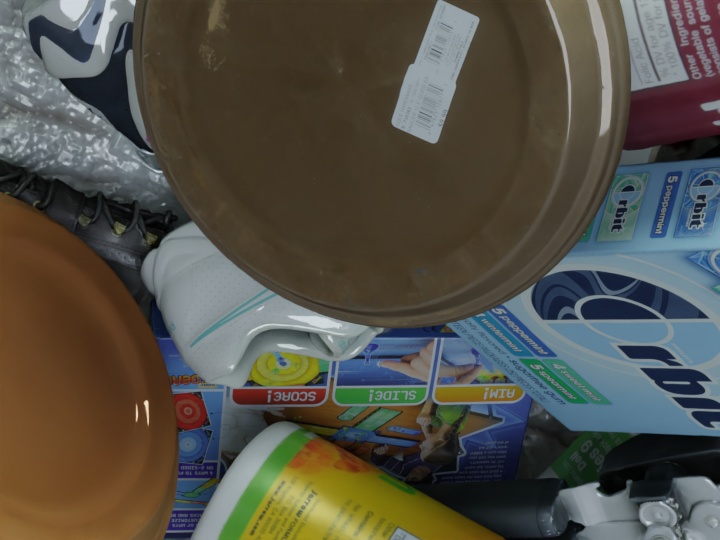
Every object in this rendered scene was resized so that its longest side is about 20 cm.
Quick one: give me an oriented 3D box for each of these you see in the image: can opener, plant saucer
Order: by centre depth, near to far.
[{"bbox_3d":[-0.001,-0.070,0.582,0.198,0.029,0.202,8,111,20],"label":"plant saucer"},{"bbox_3d":[-0.146,0.050,0.662,0.037,0.201,0.200,-29,117,33],"label":"plant saucer"},{"bbox_3d":[0.096,0.121,0.793,0.199,0.067,0.053,-10,121,26],"label":"can opener"}]

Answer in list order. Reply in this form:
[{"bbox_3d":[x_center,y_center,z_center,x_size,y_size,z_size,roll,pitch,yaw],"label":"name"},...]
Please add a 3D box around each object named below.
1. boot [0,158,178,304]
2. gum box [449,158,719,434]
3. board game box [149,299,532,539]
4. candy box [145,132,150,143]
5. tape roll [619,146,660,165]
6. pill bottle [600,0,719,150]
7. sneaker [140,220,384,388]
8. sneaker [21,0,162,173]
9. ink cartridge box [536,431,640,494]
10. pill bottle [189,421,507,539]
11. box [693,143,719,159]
[{"bbox_3d":[-0.169,-0.042,0.754,0.173,0.069,0.201,17,117,-17],"label":"boot"},{"bbox_3d":[0.135,0.018,0.677,0.170,0.199,0.045,40,59,-40],"label":"gum box"},{"bbox_3d":[-0.013,0.079,0.825,0.198,0.035,0.136,1,124,-12],"label":"board game box"},{"bbox_3d":[0.012,-0.115,0.687,0.199,0.061,0.137,-8,120,-37],"label":"candy box"},{"bbox_3d":[0.182,-0.056,0.811,0.201,0.071,0.204,-4,111,-10],"label":"tape roll"},{"bbox_3d":[0.129,-0.107,0.591,0.199,0.114,0.115,-8,117,33],"label":"pill bottle"},{"bbox_3d":[0.000,0.000,0.760,0.199,0.081,0.071,-20,153,-9],"label":"sneaker"},{"bbox_3d":[-0.045,-0.118,0.740,0.198,0.080,0.130,-32,115,1],"label":"sneaker"},{"bbox_3d":[0.120,0.196,0.868,0.200,0.084,0.146,-45,128,7],"label":"ink cartridge box"},{"bbox_3d":[0.021,0.164,0.746,0.199,0.111,0.112,27,105,13],"label":"pill bottle"},{"bbox_3d":[0.250,-0.025,0.692,0.140,0.200,0.079,19,65,-18],"label":"box"}]
